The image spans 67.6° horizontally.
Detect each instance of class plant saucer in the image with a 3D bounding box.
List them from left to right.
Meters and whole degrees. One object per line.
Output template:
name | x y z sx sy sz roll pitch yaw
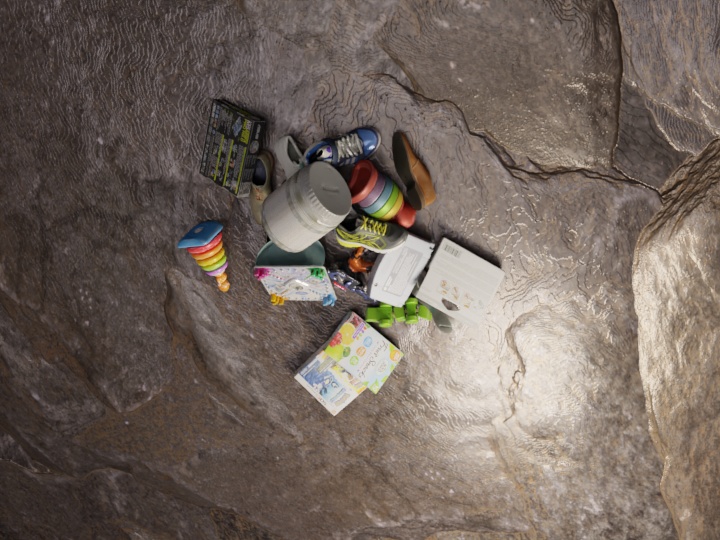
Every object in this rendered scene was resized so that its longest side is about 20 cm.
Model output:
plant saucer | -0.195 -0.038 1.491 0.195 0.039 0.204 -11 138 -10

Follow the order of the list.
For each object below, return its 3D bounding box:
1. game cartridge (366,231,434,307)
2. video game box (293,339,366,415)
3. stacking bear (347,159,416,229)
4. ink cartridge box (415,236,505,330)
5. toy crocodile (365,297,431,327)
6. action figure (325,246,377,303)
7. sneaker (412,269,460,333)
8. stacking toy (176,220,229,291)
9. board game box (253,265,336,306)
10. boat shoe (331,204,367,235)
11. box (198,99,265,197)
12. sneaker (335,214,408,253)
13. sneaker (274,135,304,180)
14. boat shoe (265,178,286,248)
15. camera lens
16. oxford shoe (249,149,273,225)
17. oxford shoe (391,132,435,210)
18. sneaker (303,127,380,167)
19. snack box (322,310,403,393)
game cartridge | 0.100 -0.007 1.437 0.131 0.041 0.204 18 109 -30
video game box | -0.076 0.318 1.638 0.182 0.047 0.200 43 110 -11
stacking bear | 0.063 -0.176 1.384 0.198 0.113 0.124 34 78 -32
ink cartridge box | 0.267 0.035 1.454 0.196 0.044 0.177 28 93 -4
toy crocodile | 0.108 0.124 1.533 0.193 0.062 0.070 -7 69 11
action figure | 0.000 0.000 1.500 0.191 0.107 0.199 -31 132 24
sneaker | 0.210 0.073 1.497 0.203 0.079 0.070 57 142 5
stacking toy | -0.420 -0.028 1.534 0.113 0.111 0.204 -4 122 25
board game box | -0.177 0.046 1.490 0.193 0.027 0.201 1 152 9
boat shoe | -0.065 -0.159 1.440 0.091 0.071 0.200 -41 102 18
box | -0.337 -0.318 1.399 0.158 0.044 0.205 29 115 25
sneaker | 0.022 -0.097 1.359 0.194 0.077 0.085 1 152 16
sneaker | -0.159 -0.251 1.393 0.074 0.088 0.204 -31 101 -21
boat shoe | -0.213 -0.151 1.467 0.070 0.065 0.204 23 111 0
camera lens | -0.137 -0.152 1.318 0.198 0.161 0.161 -29 106 36
oxford shoe | -0.273 -0.215 1.446 0.068 0.074 0.206 5 111 6
oxford shoe | 0.138 -0.262 1.386 0.070 0.071 0.205 -26 100 -23
sneaker | -0.050 -0.298 1.341 0.194 0.147 0.083 -16 100 15
snack box | 0.007 0.235 1.562 0.199 0.053 0.143 39 85 -9
